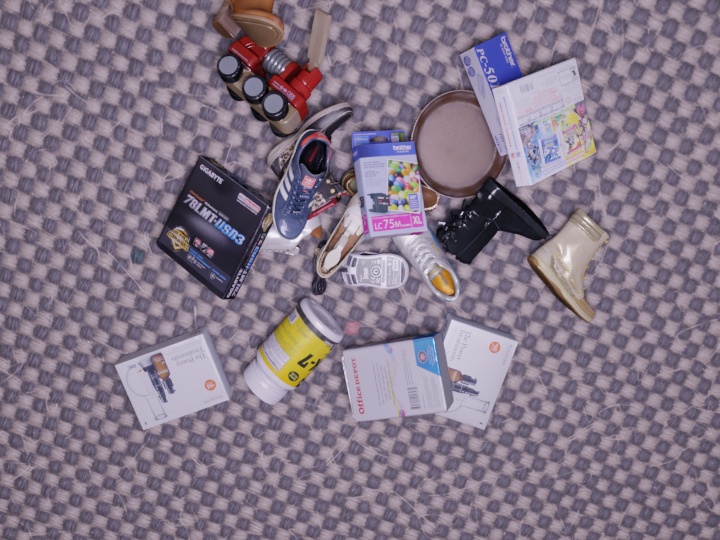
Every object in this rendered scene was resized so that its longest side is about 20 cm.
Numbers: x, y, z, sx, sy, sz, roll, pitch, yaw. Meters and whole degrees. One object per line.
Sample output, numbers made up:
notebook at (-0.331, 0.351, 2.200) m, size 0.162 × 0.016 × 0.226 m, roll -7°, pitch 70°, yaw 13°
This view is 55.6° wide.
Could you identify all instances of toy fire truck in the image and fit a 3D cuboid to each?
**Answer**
toy fire truck at (-0.141, -0.379, 1.237) m, size 0.175 × 0.129 × 0.201 m, roll 40°, pitch 83°, yaw 12°

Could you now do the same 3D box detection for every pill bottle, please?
pill bottle at (-0.137, 0.164, 1.373) m, size 0.114 × 0.114 × 0.200 m, roll 42°, pitch 99°, yaw -10°

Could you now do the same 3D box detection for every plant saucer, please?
plant saucer at (0.189, -0.242, 1.320) m, size 0.195 × 0.032 × 0.206 m, roll -2°, pitch 100°, yaw -9°

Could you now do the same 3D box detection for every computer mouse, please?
computer mouse at (0.000, 0.000, 1.377) m, size 0.194 × 0.044 × 0.113 m, roll 4°, pitch 98°, yaw 4°

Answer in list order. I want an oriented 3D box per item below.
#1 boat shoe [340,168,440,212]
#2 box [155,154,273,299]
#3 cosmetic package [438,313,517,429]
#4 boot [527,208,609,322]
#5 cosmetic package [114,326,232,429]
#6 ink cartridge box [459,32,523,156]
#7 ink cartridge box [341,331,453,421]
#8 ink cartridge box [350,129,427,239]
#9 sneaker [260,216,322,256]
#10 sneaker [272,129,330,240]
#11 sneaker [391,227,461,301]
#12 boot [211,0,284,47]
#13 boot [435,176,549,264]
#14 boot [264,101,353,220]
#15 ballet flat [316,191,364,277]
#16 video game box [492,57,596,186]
boat shoe at (0.057, -0.148, 1.326) m, size 0.195 × 0.074 × 0.078 m, roll 8°, pitch 103°, yaw -3°
box at (-0.275, -0.082, 1.304) m, size 0.198 × 0.049 × 0.201 m, roll 36°, pitch 104°, yaw 22°
cosmetic package at (0.220, 0.210, 1.416) m, size 0.147 × 0.052 × 0.204 m, roll 17°, pitch 102°, yaw -7°
boot at (0.445, -0.008, 1.369) m, size 0.156 × 0.073 × 0.200 m, roll -45°, pitch 108°, yaw 0°
cosmetic package at (-0.384, 0.223, 1.415) m, size 0.196 × 0.052 × 0.154 m, roll -20°, pitch 105°, yaw 3°
ink cartridge box at (0.267, -0.329, 1.281) m, size 0.093 × 0.044 × 0.204 m, roll -30°, pitch 101°, yaw -28°
ink cartridge box at (0.074, 0.212, 1.367) m, size 0.195 × 0.084 × 0.148 m, roll -10°, pitch 91°, yaw 18°
ink cartridge box at (0.052, -0.164, 1.262) m, size 0.116 × 0.042 × 0.205 m, roll -6°, pitch 82°, yaw -20°
sneaker at (-0.167, -0.055, 1.343) m, size 0.196 × 0.073 × 0.086 m, roll -22°, pitch 100°, yaw 2°
sneaker at (-0.102, -0.149, 1.210) m, size 0.073 × 0.084 × 0.205 m, roll 12°, pitch 97°, yaw -24°
sneaker at (0.133, -0.026, 1.353) m, size 0.076 × 0.081 × 0.200 m, roll -40°, pitch 99°, yaw 10°
boot at (-0.168, -0.477, 1.186) m, size 0.157 × 0.198 × 0.074 m, roll -57°, pitch 139°, yaw -8°
boot at (0.256, -0.076, 1.346) m, size 0.196 × 0.074 × 0.163 m, roll 32°, pitch 114°, yaw -28°
boot at (-0.070, -0.205, 1.289) m, size 0.198 × 0.073 × 0.153 m, roll -33°, pitch 81°, yaw 10°
ballet flat at (-0.022, -0.066, 1.296) m, size 0.067 × 0.063 × 0.202 m, roll 31°, pitch 112°, yaw -4°
video game box at (0.345, -0.276, 1.270) m, size 0.197 × 0.046 × 0.186 m, roll -25°, pitch 103°, yaw -30°
